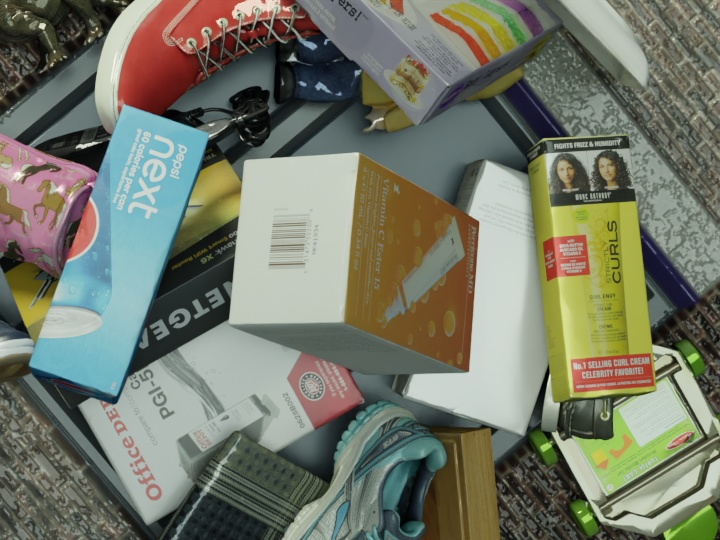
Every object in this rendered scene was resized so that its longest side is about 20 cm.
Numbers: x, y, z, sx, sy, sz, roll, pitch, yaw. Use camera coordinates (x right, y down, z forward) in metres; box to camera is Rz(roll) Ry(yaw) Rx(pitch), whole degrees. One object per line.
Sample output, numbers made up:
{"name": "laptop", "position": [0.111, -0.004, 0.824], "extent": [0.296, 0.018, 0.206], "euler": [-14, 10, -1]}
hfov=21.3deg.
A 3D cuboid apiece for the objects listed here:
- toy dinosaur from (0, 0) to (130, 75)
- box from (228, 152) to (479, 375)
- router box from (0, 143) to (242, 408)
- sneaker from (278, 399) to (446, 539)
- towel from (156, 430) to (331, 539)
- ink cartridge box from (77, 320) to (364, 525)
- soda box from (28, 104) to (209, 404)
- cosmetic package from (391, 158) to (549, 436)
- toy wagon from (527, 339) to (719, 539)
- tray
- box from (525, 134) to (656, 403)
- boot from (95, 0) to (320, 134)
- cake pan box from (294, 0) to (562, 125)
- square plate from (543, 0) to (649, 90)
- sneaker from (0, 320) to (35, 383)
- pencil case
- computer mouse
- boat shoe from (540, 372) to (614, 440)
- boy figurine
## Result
{"name": "toy dinosaur", "position": [-0.242, -0.220, 1.501], "extent": [0.200, 0.077, 0.102], "euler": [-33, 101, -2]}
{"name": "box", "position": [0.000, 0.000, 1.414], "extent": [0.097, 0.200, 0.125], "euler": [-2, 77, 29]}
{"name": "router box", "position": [-0.166, -0.001, 1.471], "extent": [0.200, 0.157, 0.052], "euler": [-30, 127, -5]}
{"name": "sneaker", "position": [0.000, 0.202, 1.473], "extent": [0.078, 0.086, 0.200], "euler": [24, 90, -42]}
{"name": "towel", "position": [-0.088, 0.240, 1.500], "extent": [0.200, 0.035, 0.193], "euler": [37, 83, -41]}
{"name": "ink cartridge box", "position": [-0.119, 0.089, 1.513], "extent": [0.200, 0.083, 0.147], "euler": [-30, 94, -5]}
{"name": "soda box", "position": [-0.172, -0.010, 1.365], "extent": [0.068, 0.064, 0.201], "euler": [19, 78, -4]}
{"name": "cosmetic package", "position": [0.108, 0.022, 1.536], "extent": [0.107, 0.085, 0.201], "euler": [21, 89, -6]}
{"name": "toy wagon", "position": [0.238, 0.158, 1.574], "extent": [0.155, 0.040, 0.200], "euler": [-30, 94, -4]}
{"name": "tray", "position": [0.067, 0.226, 1.526], "extent": [0.037, 0.099, 0.201], "euler": [-5, 91, -41]}
{"name": "box", "position": [0.177, -0.001, 1.470], "extent": [0.075, 0.050, 0.201], "euler": [-3, 83, -10]}
{"name": "boot", "position": [-0.105, -0.173, 1.453], "extent": [0.144, 0.073, 0.200], "euler": [10, 52, 24]}
{"name": "cake pan box", "position": [0.035, -0.219, 1.469], "extent": [0.200, 0.184, 0.052], "euler": [47, 128, 11]}
{"name": "square plate", "position": [0.152, -0.223, 1.479], "extent": [0.028, 0.200, 0.198], "euler": [-43, 95, 6]}
{"name": "sneaker", "position": [-0.305, 0.036, 1.445], "extent": [0.070, 0.200, 0.109], "euler": [-5, 84, -31]}
{"name": "pencil case", "position": [-0.282, -0.065, 1.459], "extent": [0.200, 0.087, 0.083], "euler": [25, 53, 21]}
{"name": "computer mouse", "position": [-0.158, -0.092, 1.484], "extent": [0.199, 0.140, 0.046], "euler": [-15, 106, -6]}
{"name": "boat shoe", "position": [0.195, 0.039, 1.534], "extent": [0.060, 0.072, 0.202], "euler": [13, 72, 10]}
{"name": "boy figurine", "position": [0.031, -0.173, 1.537], "extent": [0.199, 0.064, 0.125], "euler": [-1, 91, -7]}
